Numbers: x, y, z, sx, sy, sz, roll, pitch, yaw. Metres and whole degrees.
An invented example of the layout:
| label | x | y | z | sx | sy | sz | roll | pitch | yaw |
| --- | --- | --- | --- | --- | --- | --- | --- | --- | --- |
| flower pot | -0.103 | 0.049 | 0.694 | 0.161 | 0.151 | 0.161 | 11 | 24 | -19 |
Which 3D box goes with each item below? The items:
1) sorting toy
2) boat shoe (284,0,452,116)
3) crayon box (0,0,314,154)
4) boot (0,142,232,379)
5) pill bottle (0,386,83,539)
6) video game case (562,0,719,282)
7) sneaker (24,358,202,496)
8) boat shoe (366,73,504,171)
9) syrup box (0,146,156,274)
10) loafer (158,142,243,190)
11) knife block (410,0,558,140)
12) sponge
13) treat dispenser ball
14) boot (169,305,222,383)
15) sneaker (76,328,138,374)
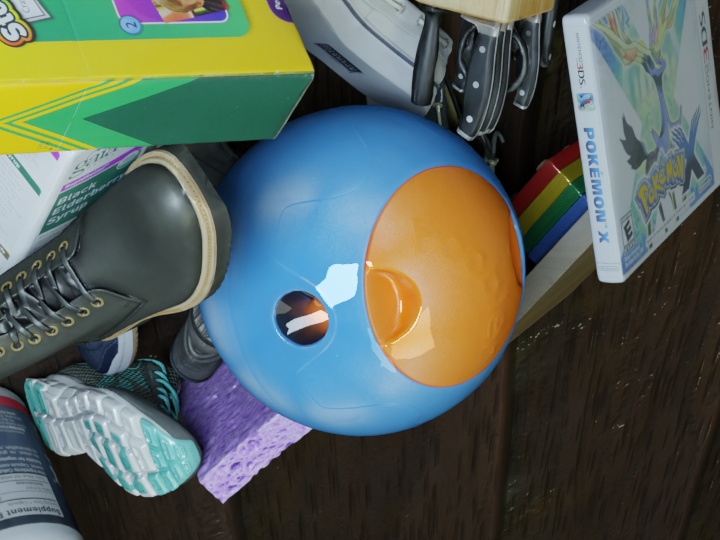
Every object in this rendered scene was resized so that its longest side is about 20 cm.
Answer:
| label | x | y | z | sx | sy | sz | roll | pitch | yaw |
| --- | --- | --- | --- | --- | --- | --- | --- | --- | --- |
| sorting toy | 0.150 | -0.030 | 1.242 | 0.200 | 0.070 | 0.199 | -33 | 166 | -51 |
| boat shoe | -0.009 | -0.168 | 0.996 | 0.200 | 0.072 | 0.066 | 35 | 76 | -39 |
| crayon box | -0.138 | -0.153 | 0.779 | 0.172 | 0.200 | 0.058 | -7 | 151 | -33 |
| boot | -0.155 | 0.015 | 0.827 | 0.138 | 0.077 | 0.200 | -27 | 170 | -32 |
| pill bottle | -0.259 | 0.190 | 1.139 | 0.120 | 0.200 | 0.120 | -21 | 146 | -15 |
| video game case | 0.200 | -0.113 | 1.115 | 0.200 | 0.022 | 0.182 | -37 | 122 | -49 |
| sneaker | -0.158 | 0.095 | 1.141 | 0.091 | 0.200 | 0.078 | -28 | 117 | -29 |
| boat shoe | 0.064 | -0.083 | 1.157 | 0.062 | 0.075 | 0.200 | -9 | 144 | 19 |
| syrup box | -0.172 | -0.062 | 0.878 | 0.079 | 0.081 | 0.200 | -35 | 175 | -34 |
| loafer | -0.111 | -0.085 | 1.012 | 0.070 | 0.070 | 0.200 | -64 | 159 | 3 |
| knife block | 0.073 | -0.185 | 0.962 | 0.176 | 0.064 | 0.200 | -63 | 154 | -19 |
| sponge | -0.078 | 0.081 | 1.159 | 0.112 | 0.200 | 0.030 | -41 | 112 | 2 |
| treat dispenser ball | 0.000 | 0.000 | 0.991 | 0.201 | 0.201 | 0.201 | -22 | 146 | -15 |
| boot | -0.065 | -0.015 | 1.151 | 0.200 | 0.070 | 0.132 | -47 | -178 | -19 |
| sneaker | -0.210 | 0.007 | 1.055 | 0.108 | 0.070 | 0.200 | -24 | 140 | -21 |
